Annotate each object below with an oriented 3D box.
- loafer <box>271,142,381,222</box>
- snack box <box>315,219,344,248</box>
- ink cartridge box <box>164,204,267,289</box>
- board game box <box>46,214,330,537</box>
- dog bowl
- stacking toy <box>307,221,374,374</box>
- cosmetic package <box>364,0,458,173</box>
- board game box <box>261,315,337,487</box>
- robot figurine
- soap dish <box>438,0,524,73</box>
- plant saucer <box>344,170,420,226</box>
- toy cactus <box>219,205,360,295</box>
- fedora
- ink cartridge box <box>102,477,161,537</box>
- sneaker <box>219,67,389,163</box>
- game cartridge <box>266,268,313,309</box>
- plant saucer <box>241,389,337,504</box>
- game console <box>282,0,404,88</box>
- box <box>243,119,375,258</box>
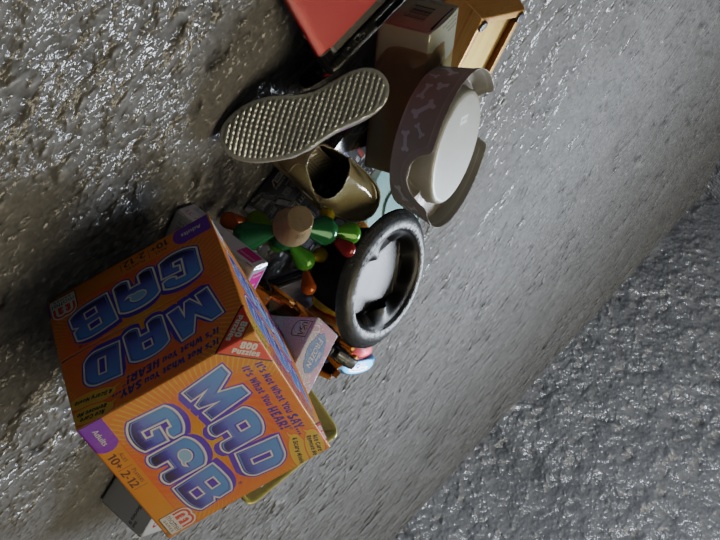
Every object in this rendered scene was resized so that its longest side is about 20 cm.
[{"bbox_3d":[-0.036,-0.107,1.667,0.199,0.067,0.076,31,93,-47],"label":"loafer"},{"bbox_3d":[-0.007,-0.037,2.018,0.199,0.053,0.143,-19,143,-57],"label":"snack box"},{"bbox_3d":[-0.196,0.039,1.600,0.042,0.119,0.201,-22,145,-59],"label":"ink cartridge box"},{"bbox_3d":[-0.182,0.110,1.451,0.199,0.201,0.201,-29,132,1],"label":"board game box"},{"bbox_3d":[0.098,-0.157,1.687,0.200,0.058,0.201,-53,154,-40],"label":"dog bowl"},{"bbox_3d":[-0.019,0.031,1.872,0.116,0.109,0.202,-4,113,-57],"label":"stacking toy"},{"bbox_3d":[0.063,-0.228,1.721,0.105,0.070,0.202,-51,152,-50],"label":"cosmetic package"},{"bbox_3d":[-0.145,0.145,1.613,0.043,0.198,0.201,44,61,-35],"label":"board game box"},{"bbox_3d":[-0.090,0.069,1.753,0.058,0.199,0.145,-53,-169,3],"label":"robot figurine"},{"bbox_3d":[0.128,-0.291,1.845,0.157,0.081,0.201,-25,148,-54],"label":"soap dish"},{"bbox_3d":[0.039,-0.084,1.951,0.200,0.027,0.202,-25,120,-56],"label":"plant saucer"},{"bbox_3d":[-0.090,-0.035,1.610,0.165,0.198,0.104,145,-50,-73],"label":"toy cactus"},{"bbox_3d":[0.000,0.000,1.764,0.200,0.091,0.202,-40,140,-45],"label":"fedora"},{"bbox_3d":[-0.252,0.281,1.953,0.147,0.084,0.200,-57,161,13],"label":"ink cartridge box"},{"bbox_3d":[-0.066,-0.171,1.575,0.198,0.073,0.114,-18,-173,-8],"label":"sneaker"},{"bbox_3d":[-0.125,0.063,1.881,0.199,0.038,0.130,-20,143,-38],"label":"game cartridge"},{"bbox_3d":[-0.156,0.199,1.912,0.200,0.201,0.048,-34,180,-42],"label":"plant saucer"},{"bbox_3d":[-0.014,-0.323,1.548,0.200,0.119,0.172,-47,-168,-15],"label":"game console"},{"bbox_3d":[-0.052,-0.118,1.773,0.201,0.050,0.158,-52,161,-4],"label":"box"}]
